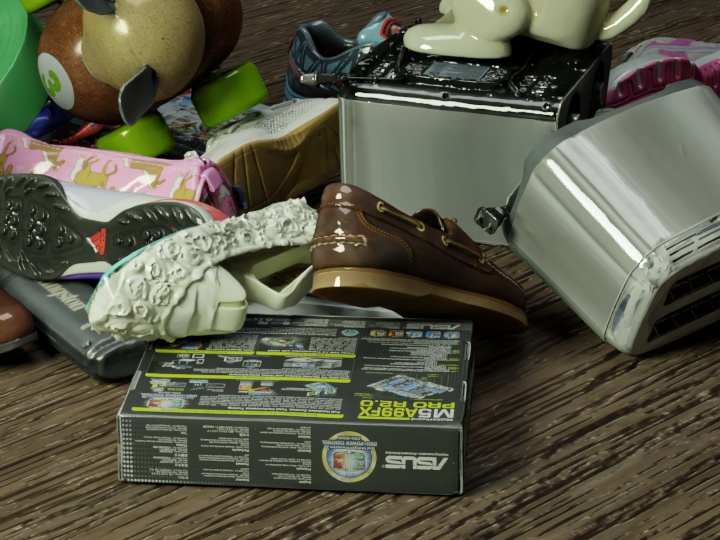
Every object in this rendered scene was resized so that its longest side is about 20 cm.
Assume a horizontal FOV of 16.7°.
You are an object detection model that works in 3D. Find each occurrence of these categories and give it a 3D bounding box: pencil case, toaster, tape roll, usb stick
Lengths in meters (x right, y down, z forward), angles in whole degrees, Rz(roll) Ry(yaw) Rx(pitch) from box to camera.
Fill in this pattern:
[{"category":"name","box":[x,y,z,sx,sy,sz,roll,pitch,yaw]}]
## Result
[{"category":"pencil case","box":[-0.181,-0.045,1.684,0.198,0.083,0.087,8,60,25]},{"category":"toaster","box":[0.077,-0.107,1.809,0.198,0.120,0.181,7,22,16]},{"category":"tape roll","box":[-0.325,-0.134,1.837,0.199,0.048,0.201,-19,42,18]},{"category":"usb stick","box":[-0.194,0.024,1.592,0.055,0.033,0.200,-11,24,-29]},{"category":"toaster","box":[0.187,-0.032,1.583,0.199,0.114,0.129,-21,56,-33]}]

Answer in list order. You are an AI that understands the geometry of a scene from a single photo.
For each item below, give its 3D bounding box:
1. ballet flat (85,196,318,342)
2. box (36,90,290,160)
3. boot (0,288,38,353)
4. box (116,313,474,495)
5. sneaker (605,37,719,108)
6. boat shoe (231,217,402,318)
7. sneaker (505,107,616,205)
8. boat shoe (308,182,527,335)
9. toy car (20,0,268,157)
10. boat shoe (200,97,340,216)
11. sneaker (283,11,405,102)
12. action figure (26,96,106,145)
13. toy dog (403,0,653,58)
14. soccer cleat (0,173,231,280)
[{"category":"ballet flat","box":[-0.077,0.004,1.487,0.071,0.072,0.199,16,26,35]},{"category":"box","box":[-0.147,-0.105,1.916,0.136,0.038,0.199,-21,29,-40]},{"category":"boot","box":[-0.277,-0.054,1.559,0.068,0.202,0.188,-16,26,-37]},{"category":"box","box":[-0.034,0.075,1.447,0.198,0.045,0.160,1,22,4]},{"category":"sneaker","box":[0.241,-0.143,1.971,0.088,0.082,0.199,16,18,38]},{"category":"boat shoe","box":[0.000,0.000,1.613,0.198,0.063,0.072,1,21,-1]},{"category":"sneaker","box":[0.202,-0.040,1.714,0.199,0.105,0.060,28,-17,-21]},{"category":"boat shoe","box":[0.042,-0.005,1.512,0.070,0.071,0.199,-9,-17,32]},{"category":"toy car","box":[-0.168,-0.157,1.712,0.157,0.165,0.200,-26,6,10]},{"category":"boat shoe","box":[-0.082,-0.077,1.793,0.069,0.071,0.200,15,28,32]},{"category":"sneaker","box":[0.026,-0.158,1.972,0.198,0.096,0.079,9,23,21]},{"category":"action figure","box":[-0.234,-0.127,1.863,0.199,0.066,0.052,-18,18,13]},{"category":"toy dog","box":[0.116,-0.262,1.768,0.192,0.202,0.139,10,24,25]},{"category":"soccer cleat","box":[-0.164,-0.023,1.596,0.199,0.069,0.073,7,1,30]}]
